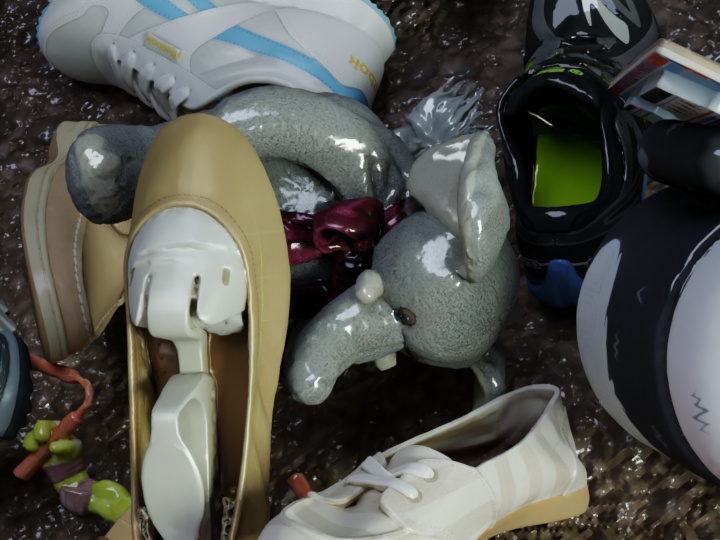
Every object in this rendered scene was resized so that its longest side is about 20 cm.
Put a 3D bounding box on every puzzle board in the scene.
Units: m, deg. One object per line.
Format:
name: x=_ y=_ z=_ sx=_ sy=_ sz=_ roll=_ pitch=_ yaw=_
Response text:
puzzle board: x=0.176 y=-0.047 z=0.837 sx=0.150 sy=0.200 sz=0.017 roll=25 pitch=91 yaw=1

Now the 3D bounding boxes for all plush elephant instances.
plush elephant: x=0.000 y=0.000 z=0.896 sx=0.199 sy=0.165 sz=0.155 roll=-26 pitch=41 yaw=-12

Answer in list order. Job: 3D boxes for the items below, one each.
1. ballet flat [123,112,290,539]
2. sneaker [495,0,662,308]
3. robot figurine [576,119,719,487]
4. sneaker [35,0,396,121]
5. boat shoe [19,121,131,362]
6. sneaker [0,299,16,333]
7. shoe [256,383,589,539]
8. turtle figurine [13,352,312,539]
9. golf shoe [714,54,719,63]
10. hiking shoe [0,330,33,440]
ballet flat: x=-0.064 y=0.038 z=0.818 sx=0.068 sy=0.063 sz=0.201 roll=-2 pitch=93 yaw=16
sneaker: x=0.106 y=-0.079 z=0.973 sx=0.070 sy=0.083 sz=0.200 roll=-3 pitch=54 yaw=16
robot figurine: x=0.162 y=0.025 z=0.821 sx=0.150 sy=0.200 sz=0.125 roll=25 pitch=91 yaw=-13
sneaker: x=-0.086 y=-0.108 z=1.063 sx=0.199 sy=0.077 sz=0.081 roll=7 pitch=59 yaw=25
boat shoe: x=-0.121 y=-0.023 z=0.983 sx=0.064 sy=0.072 sz=0.200 roll=-4 pitch=29 yaw=2
sneaker: x=-0.241 y=0.008 z=1.041 sx=0.080 sy=0.076 sz=0.200 roll=-41 pitch=48 yaw=1
shoe: x=0.026 y=0.086 z=0.821 sx=0.070 sy=0.200 sz=0.054 roll=11 pitch=103 yaw=34
turtle figurine: x=-0.109 y=0.134 z=0.901 sx=0.200 sy=0.064 sz=0.161 roll=32 pitch=77 yaw=24
golf shoe: x=0.238 y=-0.121 z=0.970 sx=0.199 sy=0.078 sz=0.095 roll=-21 pitch=47 yaw=-12
hiking shoe: x=-0.242 y=0.077 z=0.940 sx=0.200 sy=0.087 sz=0.075 roll=-40 pitch=41 yaw=21
